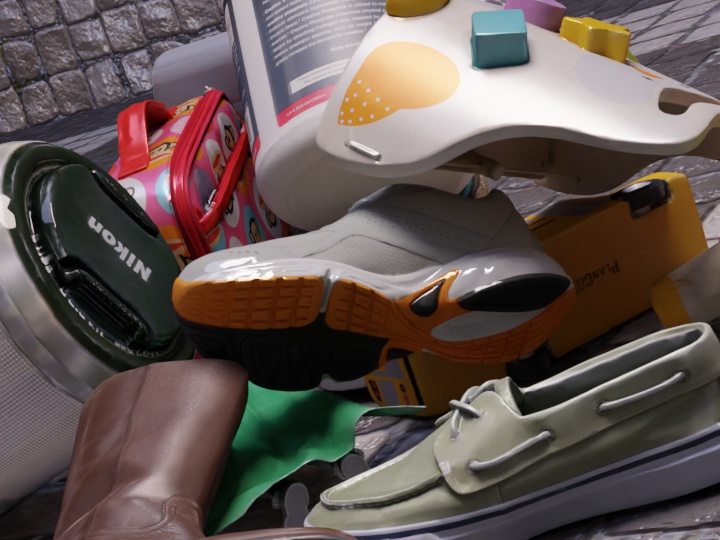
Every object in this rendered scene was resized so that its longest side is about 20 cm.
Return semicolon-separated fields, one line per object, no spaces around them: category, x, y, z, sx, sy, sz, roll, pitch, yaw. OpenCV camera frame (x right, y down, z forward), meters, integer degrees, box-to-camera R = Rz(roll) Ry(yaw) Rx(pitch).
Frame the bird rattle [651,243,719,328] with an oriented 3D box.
bird rattle;0.222;-0.027;0.874;0.163;0.113;0.200;-30;0;37

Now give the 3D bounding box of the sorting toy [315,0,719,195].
sorting toy;0.114;-0.080;0.915;0.179;0.108;0.199;19;11;36

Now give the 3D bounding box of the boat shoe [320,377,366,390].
boat shoe;-0.008;0.020;1.101;0.072;0.071;0.200;-20;12;-8

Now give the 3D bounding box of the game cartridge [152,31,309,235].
game cartridge;-0.063;-0.072;1.290;0.132;0.201;0.041;-13;24;26

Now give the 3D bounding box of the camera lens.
camera lens;-0.200;0.040;0.982;0.199;0.160;0.160;-33;6;21

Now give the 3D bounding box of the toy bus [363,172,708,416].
toy bus;0.096;0.010;1.004;0.199;0.066;0.078;-26;12;-27

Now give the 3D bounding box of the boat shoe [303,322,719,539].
boat shoe;0.065;0.075;0.768;0.199;0.062;0.072;-19;12;8

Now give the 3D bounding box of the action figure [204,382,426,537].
action figure;-0.053;0.086;0.919;0.117;0.055;0.200;-25;17;-17

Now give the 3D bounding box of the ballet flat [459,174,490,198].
ballet flat;0.067;-0.009;1.144;0.071;0.065;0.200;-49;7;18

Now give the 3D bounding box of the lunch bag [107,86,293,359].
lunch bag;-0.107;-0.030;1.183;0.081;0.177;0.200;-18;21;12

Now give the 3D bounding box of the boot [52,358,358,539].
boot;-0.064;0.092;0.786;0.185;0.065;0.200;-17;26;19

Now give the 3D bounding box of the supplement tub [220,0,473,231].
supplement tub;-0.010;-0.137;1.136;0.139;0.201;0.141;-10;-27;-5

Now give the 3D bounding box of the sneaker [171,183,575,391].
sneaker;0.000;0.000;0.900;0.198;0.076;0.092;-1;43;-22
